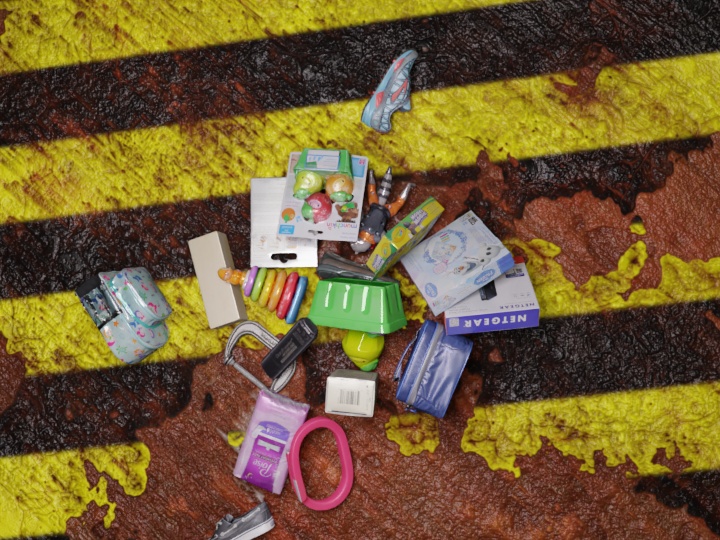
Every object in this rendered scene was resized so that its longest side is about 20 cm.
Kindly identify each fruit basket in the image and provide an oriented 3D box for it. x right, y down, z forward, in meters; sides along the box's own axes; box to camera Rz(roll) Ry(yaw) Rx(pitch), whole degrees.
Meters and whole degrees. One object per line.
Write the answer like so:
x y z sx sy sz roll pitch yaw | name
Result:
-0.004 0.124 1.497 0.209 0.155 0.223 2 95 24 | fruit basket
-0.083 -0.165 1.499 0.179 0.094 0.205 5 64 10 | fruit basket

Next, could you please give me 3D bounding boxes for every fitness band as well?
-0.087 0.420 1.511 0.140 0.037 0.206 -17 101 -29 | fitness band

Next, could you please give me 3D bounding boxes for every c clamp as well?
-0.235 0.223 1.578 0.199 0.027 0.172 42 90 5 | c clamp

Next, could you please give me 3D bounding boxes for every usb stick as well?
-0.154 0.169 1.498 0.056 0.032 0.200 48 130 6 | usb stick

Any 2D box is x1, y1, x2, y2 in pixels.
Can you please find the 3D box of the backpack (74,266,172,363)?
-0.506 0.096 1.533 0.148 0.177 0.204 -28 88 6 | backpack

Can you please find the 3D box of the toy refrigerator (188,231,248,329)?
-0.322 0.023 1.580 0.074 0.070 0.206 -17 83 7 | toy refrigerator

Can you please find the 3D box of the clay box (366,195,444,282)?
0.087 -0.066 1.482 0.048 0.116 0.199 44 54 9 | clay box

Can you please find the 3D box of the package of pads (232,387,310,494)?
-0.195 0.372 1.531 0.117 0.076 0.205 19 94 2 | package of pads

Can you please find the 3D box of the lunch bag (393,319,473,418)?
0.146 0.213 1.498 0.129 0.136 0.205 24 89 6 | lunch bag

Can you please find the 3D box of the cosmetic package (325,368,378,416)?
-0.015 0.256 1.474 0.102 0.200 0.074 4 87 5 | cosmetic package

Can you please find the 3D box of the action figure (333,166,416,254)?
0.013 -0.135 1.552 0.195 0.105 0.198 21 77 2 | action figure

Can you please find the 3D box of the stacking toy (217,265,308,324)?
-0.220 0.033 1.530 0.195 0.116 0.113 20 87 -7 | stacking toy

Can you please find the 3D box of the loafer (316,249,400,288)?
0.000 0.000 1.559 0.194 0.072 0.064 14 66 7 | loafer

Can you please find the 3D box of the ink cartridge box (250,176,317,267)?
-0.172 -0.110 1.589 0.157 0.057 0.207 -1 89 3 | ink cartridge box

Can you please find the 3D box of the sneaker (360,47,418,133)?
0.084 -0.405 1.588 0.094 0.079 0.203 33 97 -4 | sneaker

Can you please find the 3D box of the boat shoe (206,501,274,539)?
-0.289 0.573 1.533 0.195 0.072 0.069 -25 86 -1 | boat shoe

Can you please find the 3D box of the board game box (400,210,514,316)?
0.200 -0.020 1.491 0.196 0.201 0.044 -31 124 2 | board game box

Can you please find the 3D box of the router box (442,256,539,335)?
0.268 0.051 1.487 0.193 0.182 0.050 -6 126 3 | router box
